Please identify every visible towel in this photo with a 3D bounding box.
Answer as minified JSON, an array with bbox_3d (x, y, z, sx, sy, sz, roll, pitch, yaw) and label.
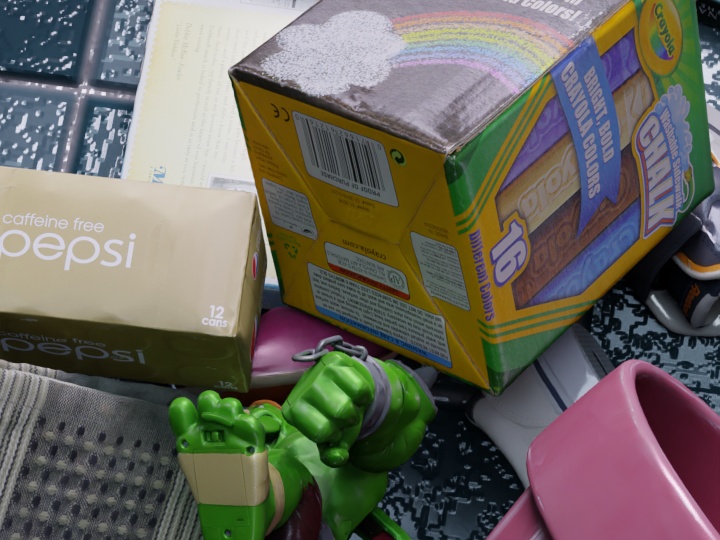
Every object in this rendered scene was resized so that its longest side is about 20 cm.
[{"bbox_3d":[-0.130,0.136,1.030,0.034,0.192,0.201,20,92,45],"label":"towel"}]

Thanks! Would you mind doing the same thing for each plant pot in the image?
[{"bbox_3d":[0.098,0.165,0.967,0.179,0.200,0.200,-41,72,12],"label":"plant pot"}]

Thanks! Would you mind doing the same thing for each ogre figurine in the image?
[{"bbox_3d":[-0.037,0.101,1.006,0.098,0.120,0.201,26,111,24],"label":"ogre figurine"}]

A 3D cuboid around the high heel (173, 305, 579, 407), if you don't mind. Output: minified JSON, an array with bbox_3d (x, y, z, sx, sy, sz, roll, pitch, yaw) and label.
[{"bbox_3d":[0.000,0.000,1.122,0.199,0.067,0.097,-11,79,-31],"label":"high heel"}]

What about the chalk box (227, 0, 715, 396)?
[{"bbox_3d":[0.063,-0.068,1.061,0.124,0.124,0.200,22,48,38],"label":"chalk box"}]

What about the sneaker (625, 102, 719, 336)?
[{"bbox_3d":[0.140,-0.027,1.146,0.199,0.079,0.080,30,68,11],"label":"sneaker"}]

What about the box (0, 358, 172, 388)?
[{"bbox_3d":[-0.192,0.097,1.100,0.148,0.107,0.201,30,73,12],"label":"box"}]

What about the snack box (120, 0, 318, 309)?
[{"bbox_3d":[-0.044,-0.083,1.195,0.115,0.037,0.201,8,71,4],"label":"snack box"}]

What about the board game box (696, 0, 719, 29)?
[{"bbox_3d":[0.246,-0.154,1.213,0.199,0.028,0.136,25,73,11],"label":"board game box"}]

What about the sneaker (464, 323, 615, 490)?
[{"bbox_3d":[0.116,0.122,1.108,0.071,0.073,0.201,-35,71,16],"label":"sneaker"}]

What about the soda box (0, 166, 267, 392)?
[{"bbox_3d":[-0.140,-0.001,1.041,0.198,0.068,0.064,5,68,4],"label":"soda box"}]
